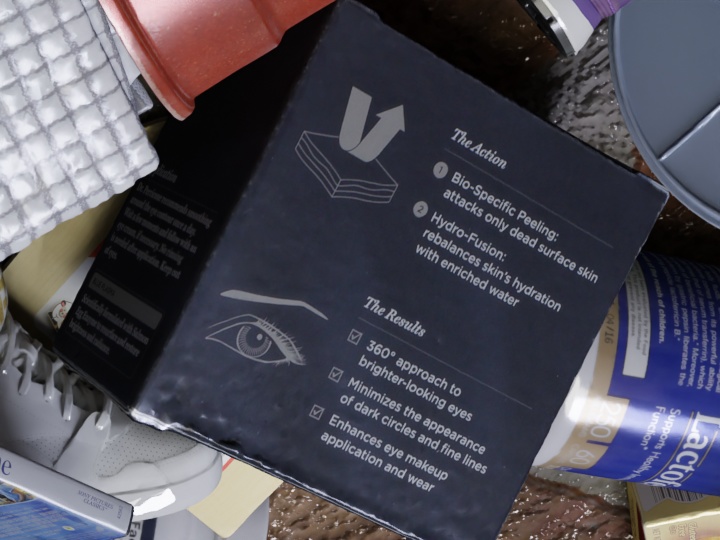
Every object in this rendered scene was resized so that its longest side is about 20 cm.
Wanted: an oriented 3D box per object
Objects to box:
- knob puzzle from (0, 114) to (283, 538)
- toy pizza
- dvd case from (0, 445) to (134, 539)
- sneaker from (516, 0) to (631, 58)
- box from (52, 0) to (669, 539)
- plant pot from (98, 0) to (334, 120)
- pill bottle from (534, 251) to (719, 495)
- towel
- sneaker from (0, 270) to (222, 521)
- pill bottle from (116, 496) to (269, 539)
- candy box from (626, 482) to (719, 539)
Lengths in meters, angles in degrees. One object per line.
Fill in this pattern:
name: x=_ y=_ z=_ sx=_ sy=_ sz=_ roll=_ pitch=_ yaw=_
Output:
knob puzzle: x=-0.066 y=0.004 z=1.061 sx=0.218 sy=0.030 sz=0.221 roll=-2 pitch=106 yaw=-7
toy pizza: x=0.205 y=-0.108 z=0.943 sx=0.200 sy=0.201 sz=0.032 roll=-36 pitch=162 yaw=22
dvd case: x=-0.218 y=0.085 z=0.937 sx=0.200 sy=0.018 sz=0.142 roll=29 pitch=149 yaw=-35
sneaker: x=0.099 y=-0.139 z=0.886 sx=0.087 sy=0.200 sz=0.076 roll=-39 pitch=100 yaw=7
box: x=0.000 y=0.000 z=0.979 sx=0.196 sy=0.117 sz=0.201 roll=28 pitch=89 yaw=-29
plant pot: x=-0.026 y=-0.191 z=0.826 sx=0.194 sy=0.201 sz=0.201 roll=-25 pitch=130 yaw=3
pill bottle: x=0.174 y=0.055 z=1.099 sx=0.199 sy=0.116 sz=0.116 roll=10 pitch=129 yaw=-17
towel: x=-0.184 y=-0.091 z=0.818 sx=0.165 sy=0.086 sz=0.201 roll=-32 pitch=126 yaw=-9
sneaker: x=-0.159 y=0.050 z=1.000 sx=0.199 sy=0.074 sz=0.116 roll=5 pitch=119 yaw=-7
pill bottle: x=-0.154 y=0.125 z=1.120 sx=0.199 sy=0.116 sz=0.116 roll=12 pitch=128 yaw=-18
candy box: x=0.258 y=0.147 z=1.242 sx=0.199 sy=0.055 sz=0.116 roll=-11 pitch=132 yaw=1
